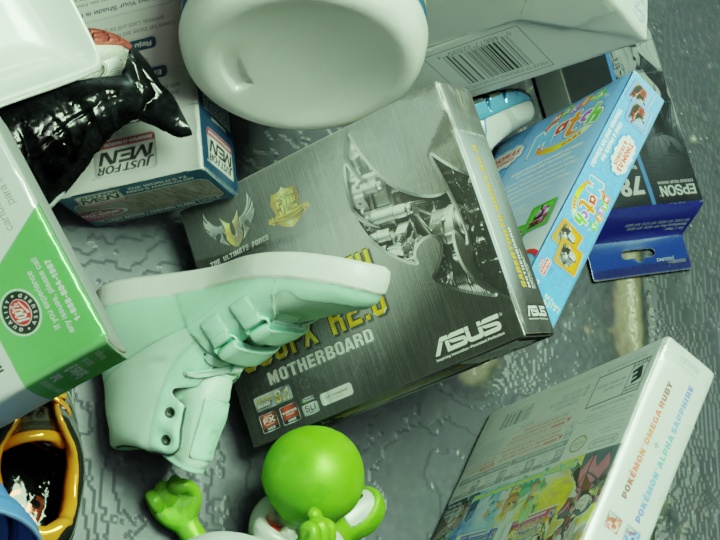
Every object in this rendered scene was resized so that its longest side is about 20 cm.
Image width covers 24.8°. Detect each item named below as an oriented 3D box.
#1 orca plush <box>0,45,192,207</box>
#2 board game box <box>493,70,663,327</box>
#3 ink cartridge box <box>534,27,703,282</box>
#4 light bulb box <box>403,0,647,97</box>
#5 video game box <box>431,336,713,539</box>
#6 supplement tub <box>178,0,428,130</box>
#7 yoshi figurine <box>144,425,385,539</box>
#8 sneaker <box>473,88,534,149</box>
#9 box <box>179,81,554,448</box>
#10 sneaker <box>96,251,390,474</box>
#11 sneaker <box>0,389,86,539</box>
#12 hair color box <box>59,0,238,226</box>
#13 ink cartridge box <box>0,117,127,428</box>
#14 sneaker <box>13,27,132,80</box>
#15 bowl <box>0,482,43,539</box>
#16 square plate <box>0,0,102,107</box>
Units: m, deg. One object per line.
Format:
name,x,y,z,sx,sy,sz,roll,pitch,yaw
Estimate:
orca plush,-0.182,-0.043,0.899,0.199,0.071,0.106,-22,116,-17
board game box,0.107,-0.028,1.079,0.037,0.151,0.201,39,59,-16
ink cartridge box,0.193,-0.096,1.219,0.099,0.039,0.201,-8,76,-31
light bulb box,0.081,-0.238,1.095,0.125,0.197,0.201,36,51,-43
video game box,0.111,0.146,0.988,0.047,0.200,0.183,39,59,-11
supplement tub,-0.034,-0.202,0.979,0.144,0.145,0.201,13,56,-23
yoshi figurine,-0.067,0.154,0.948,0.199,0.112,0.113,-29,80,-36
sneaker,0.047,-0.060,1.118,0.199,0.075,0.087,-29,98,-29
box,0.000,0.000,0.988,0.048,0.199,0.159,0,69,-61
sneaker,-0.066,0.056,0.948,0.074,0.199,0.119,14,69,-56
sneaker,-0.189,0.079,0.926,0.078,0.077,0.201,-3,70,-26
hair color box,-0.139,-0.137,1.016,0.099,0.061,0.202,-11,72,15
ink cartridge box,-0.238,0.025,0.807,0.199,0.084,0.147,-30,85,-5
sneaker,-0.217,-0.077,0.956,0.199,0.078,0.082,-33,113,-9
bowl,-0.252,0.164,0.796,0.199,0.201,0.039,-15,54,-31
square plate,-0.260,-0.162,0.859,0.197,0.028,0.201,-28,94,-35
